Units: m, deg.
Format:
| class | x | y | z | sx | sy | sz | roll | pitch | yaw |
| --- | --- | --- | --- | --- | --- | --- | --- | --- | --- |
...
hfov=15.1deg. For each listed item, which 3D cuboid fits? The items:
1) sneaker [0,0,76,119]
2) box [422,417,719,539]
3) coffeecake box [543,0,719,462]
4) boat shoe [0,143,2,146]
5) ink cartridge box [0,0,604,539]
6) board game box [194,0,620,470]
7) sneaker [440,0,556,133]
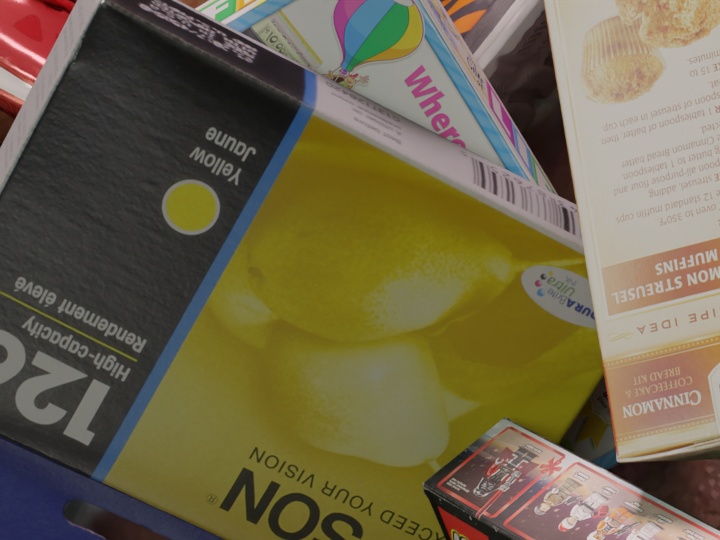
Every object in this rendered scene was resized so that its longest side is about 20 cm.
| class | x | y | z | sx | sy | sz | roll | pitch | yaw |
| --- | --- | --- | --- | --- | --- | --- | --- | --- | --- |
| sneaker | -0.124 | -0.127 | 1.032 | 0.200 | 0.078 | 0.116 | 39 | 93 | 36 |
| box | 0.110 | 0.135 | 0.795 | 0.040 | 0.138 | 0.200 | -37 | 36 | -21 |
| coffeecake box | 0.130 | -0.046 | 0.837 | 0.073 | 0.153 | 0.202 | -15 | 78 | 35 |
| boat shoe | -0.137 | 0.002 | 1.000 | 0.200 | 0.072 | 0.065 | 41 | 132 | 16 |
| ink cartridge box | -0.040 | 0.035 | 0.858 | 0.197 | 0.047 | 0.201 | 25 | 109 | -13 |
| board game box | 0.000 | 0.000 | 0.885 | 0.134 | 0.201 | 0.034 | -28 | 22 | 11 |
| sneaker | -0.011 | -0.063 | 0.939 | 0.112 | 0.078 | 0.200 | 43 | 98 | 17 |
